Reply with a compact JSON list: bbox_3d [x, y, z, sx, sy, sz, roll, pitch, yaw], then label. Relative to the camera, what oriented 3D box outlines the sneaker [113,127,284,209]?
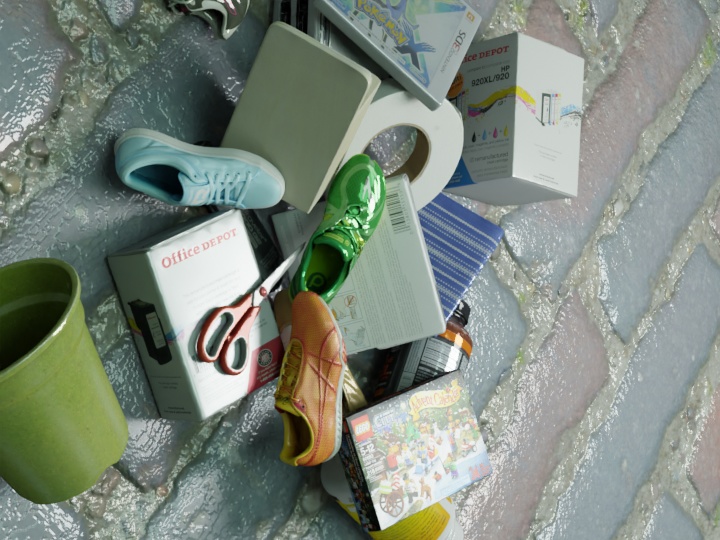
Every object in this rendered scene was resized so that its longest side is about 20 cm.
[{"bbox_3d":[-0.180,-0.094,1.513,0.198,0.074,0.082,11,38,-15],"label":"sneaker"}]

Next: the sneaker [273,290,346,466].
[{"bbox_3d":[-0.061,0.125,1.545,0.077,0.073,0.203,-5,93,-42],"label":"sneaker"}]

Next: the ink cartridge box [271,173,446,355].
[{"bbox_3d":[0.000,0.000,1.684,0.044,0.172,0.202,-65,140,-77],"label":"ink cartridge box"}]

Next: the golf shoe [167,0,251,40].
[{"bbox_3d":[-0.202,-0.345,1.560,0.199,0.077,0.089,28,75,-37],"label":"golf shoe"}]

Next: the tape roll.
[{"bbox_3d":[0.036,-0.148,1.708,0.201,0.037,0.204,-18,133,-20],"label":"tape roll"}]

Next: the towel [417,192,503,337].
[{"bbox_3d":[0.086,-0.019,1.780,0.144,0.024,0.201,31,58,10],"label":"towel"}]

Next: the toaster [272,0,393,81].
[{"bbox_3d":[-0.035,-0.279,1.686,0.128,0.113,0.203,7,83,-39],"label":"toaster"}]

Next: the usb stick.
[{"bbox_3d":[-0.149,-0.063,1.612,0.201,0.032,0.056,58,44,-22],"label":"usb stick"}]

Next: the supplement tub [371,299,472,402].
[{"bbox_3d":[0.083,0.129,1.763,0.107,0.106,0.202,37,62,-35],"label":"supplement tub"}]

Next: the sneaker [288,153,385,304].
[{"bbox_3d":[-0.021,-0.040,1.603,0.073,0.084,0.202,23,86,-7],"label":"sneaker"}]

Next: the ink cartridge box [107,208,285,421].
[{"bbox_3d":[-0.181,0.048,1.536,0.145,0.082,0.202,-27,105,-41],"label":"ink cartridge box"}]

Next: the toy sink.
[{"bbox_3d":[-0.062,-0.194,1.557,0.129,0.201,0.112,29,37,3],"label":"toy sink"}]

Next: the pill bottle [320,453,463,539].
[{"bbox_3d":[0.046,0.290,1.711,0.200,0.109,0.110,49,56,-28],"label":"pill bottle"}]

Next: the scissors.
[{"bbox_3d":[-0.121,0.028,1.528,0.073,0.014,0.201,44,59,-32],"label":"scissors"}]

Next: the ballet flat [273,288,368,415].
[{"bbox_3d":[-0.052,0.116,1.647,0.201,0.068,0.063,58,36,-10],"label":"ballet flat"}]

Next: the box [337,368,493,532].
[{"bbox_3d":[0.064,0.214,1.634,0.199,0.038,0.138,-19,92,-41],"label":"box"}]

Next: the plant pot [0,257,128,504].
[{"bbox_3d":[-0.326,0.122,1.340,0.201,0.199,0.185,-51,131,-33],"label":"plant pot"}]

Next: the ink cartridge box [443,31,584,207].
[{"bbox_3d":[0.207,-0.205,1.881,0.144,0.146,0.203,12,78,-42],"label":"ink cartridge box"}]

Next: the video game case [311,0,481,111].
[{"bbox_3d":[0.049,-0.318,1.664,0.200,0.022,0.183,39,49,-16],"label":"video game case"}]
